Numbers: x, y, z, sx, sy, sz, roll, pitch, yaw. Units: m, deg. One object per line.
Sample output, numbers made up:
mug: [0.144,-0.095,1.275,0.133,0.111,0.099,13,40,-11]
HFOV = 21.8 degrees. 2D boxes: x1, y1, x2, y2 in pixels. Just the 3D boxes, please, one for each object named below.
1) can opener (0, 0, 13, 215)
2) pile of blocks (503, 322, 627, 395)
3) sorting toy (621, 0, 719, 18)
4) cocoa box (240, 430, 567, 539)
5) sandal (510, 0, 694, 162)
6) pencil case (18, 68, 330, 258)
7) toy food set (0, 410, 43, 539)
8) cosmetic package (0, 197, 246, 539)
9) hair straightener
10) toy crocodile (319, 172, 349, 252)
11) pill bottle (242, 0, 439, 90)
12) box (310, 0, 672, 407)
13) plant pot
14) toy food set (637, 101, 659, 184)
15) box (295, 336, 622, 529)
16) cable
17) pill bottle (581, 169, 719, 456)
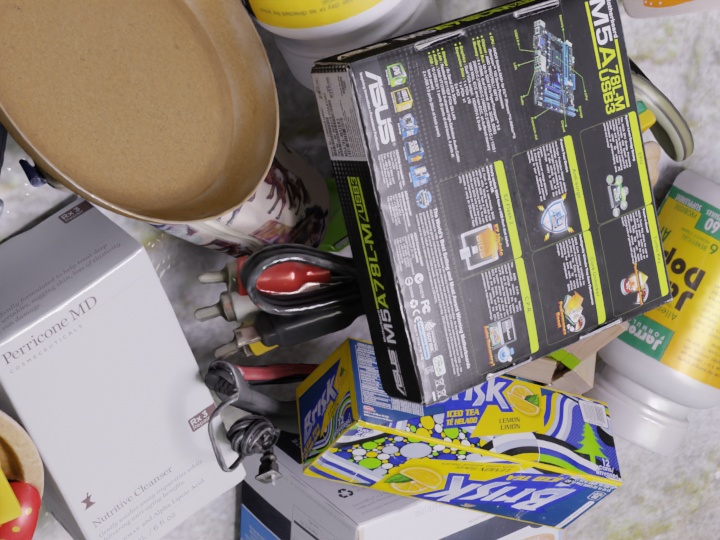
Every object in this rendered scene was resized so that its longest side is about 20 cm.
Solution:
can opener: [-0.214,-0.062,0.996,0.063,0.079,0.200,10,98,-35]
pile of blocks: [0.136,0.068,1.386,0.082,0.062,0.200,16,130,-1]
sorting toy: [0.272,-0.285,1.287,0.200,0.107,0.180,-22,108,-31]
cocoa box: [0.032,0.169,1.293,0.200,0.133,0.131,-17,124,-35]
sandal: [0.158,-0.130,1.284,0.057,0.080,0.201,-47,132,15]
pencil case: [-0.100,-0.054,1.080,0.078,0.090,0.200,-24,149,32]
toy food set: [-0.272,0.138,1.029,0.200,0.049,0.198,-21,138,-6]
cosmetic package: [-0.157,0.070,1.107,0.113,0.081,0.200,-37,134,-17]
hair straightener: [-0.053,0.094,1.162,0.200,0.041,0.077,23,57,-76]
toy crocodile: [0.035,-0.070,1.207,0.200,0.067,0.062,-32,112,-26]
pill bottle: [-0.028,-0.202,1.037,0.114,0.114,0.200,-40,134,-16]
box: [0.081,-0.047,1.071,0.193,0.047,0.200,-22,106,-32]
plant pot: [-0.129,-0.111,0.983,0.200,0.200,0.027,7,152,-43]
toy food set: [0.115,-0.029,1.237,0.198,0.049,0.200,-30,169,-34]
box: [0.063,0.104,1.172,0.200,0.064,0.070,16,139,-27]
cable: [0.000,0.000,1.105,0.200,0.050,0.097,-17,139,-10]
pill bottle: [0.247,0.034,1.420,0.113,0.113,0.200,19,101,-46]
